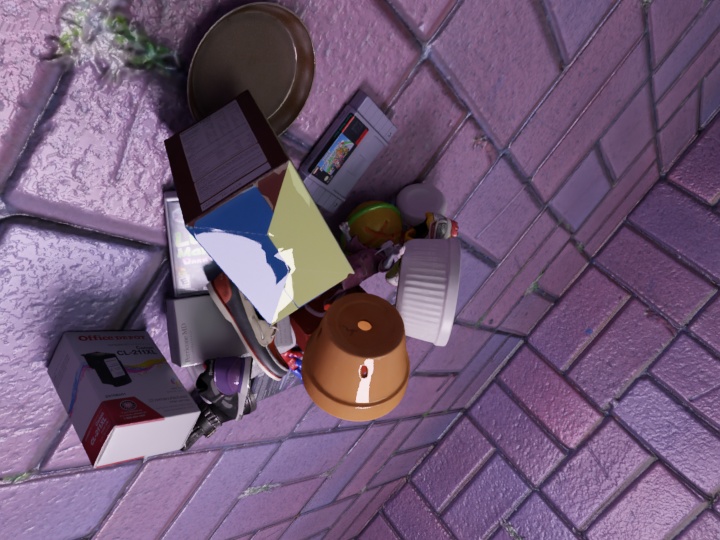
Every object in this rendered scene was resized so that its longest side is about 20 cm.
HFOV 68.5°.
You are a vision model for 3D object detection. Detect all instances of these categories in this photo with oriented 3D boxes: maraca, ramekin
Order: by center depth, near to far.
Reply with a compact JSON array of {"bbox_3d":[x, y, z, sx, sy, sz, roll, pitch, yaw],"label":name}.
[{"bbox_3d":[0.121,0.034,1.001,0.200,0.103,0.204,9,90,-87],"label":"ramekin"},{"bbox_3d":[0.024,-0.064,1.094,0.135,0.108,0.201,-16,144,-9],"label":"maraca"}]

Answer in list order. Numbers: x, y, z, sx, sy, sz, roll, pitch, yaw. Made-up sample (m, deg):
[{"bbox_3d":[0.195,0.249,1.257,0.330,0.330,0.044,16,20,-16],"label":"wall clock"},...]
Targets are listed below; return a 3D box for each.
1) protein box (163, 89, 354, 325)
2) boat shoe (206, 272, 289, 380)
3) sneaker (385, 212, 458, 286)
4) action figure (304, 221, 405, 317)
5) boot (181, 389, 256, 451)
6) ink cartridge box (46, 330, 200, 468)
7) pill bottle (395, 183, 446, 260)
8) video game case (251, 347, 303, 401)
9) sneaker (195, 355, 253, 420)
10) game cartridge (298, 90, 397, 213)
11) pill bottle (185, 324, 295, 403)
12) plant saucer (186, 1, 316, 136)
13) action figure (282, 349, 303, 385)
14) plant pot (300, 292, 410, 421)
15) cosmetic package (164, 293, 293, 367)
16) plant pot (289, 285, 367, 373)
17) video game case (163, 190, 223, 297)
[{"bbox_3d":[-0.132,-0.082,0.687,0.134,0.201,0.200,-30,136,-1],"label":"protein box"},{"bbox_3d":[-0.169,0.087,0.856,0.062,0.202,0.071,-33,-169,-5],"label":"boat shoe"},{"bbox_3d":[0.112,-0.048,1.106,0.081,0.078,0.200,27,123,-23],"label":"sneaker"},{"bbox_3d":[0.000,0.000,0.970,0.198,0.134,0.151,-24,134,-33],"label":"action figure"},{"bbox_3d":[-0.307,0.295,1.083,0.156,0.080,0.211,-22,166,-36],"label":"boot"},{"bbox_3d":[-0.365,0.185,0.813,0.145,0.200,0.083,7,120,-54],"label":"ink cartridge box"},{"bbox_3d":[0.130,-0.086,1.197,0.111,0.112,0.202,-31,146,-23],"label":"pill bottle"},{"bbox_3d":[-0.185,0.249,1.295,0.198,0.019,0.144,-14,137,-45],"label":"video game case"},{"bbox_3d":[-0.234,0.195,0.899,0.086,0.077,0.201,8,144,-13],"label":"sneaker"},{"bbox_3d":[-0.027,-0.204,0.941,0.201,0.038,0.129,-52,154,9],"label":"game cartridge"},{"bbox_3d":[-0.231,0.154,1.023,0.198,0.120,0.121,-28,146,-29],"label":"pill bottle"},{"bbox_3d":[-0.148,-0.262,0.719,0.199,0.032,0.202,-32,147,-23],"label":"plant saucer"},{"bbox_3d":[-0.148,0.218,1.217,0.065,0.052,0.200,-31,128,19],"label":"action figure"},{"bbox_3d":[-0.001,0.136,0.918,0.198,0.200,0.141,-25,146,-31],"label":"plant pot"},{"bbox_3d":[-0.226,0.091,0.912,0.197,0.081,0.115,-10,93,-33],"label":"cosmetic package"},{"bbox_3d":[-0.057,0.099,1.122,0.199,0.200,0.177,-40,138,-8],"label":"plant pot"},{"bbox_3d":[-0.200,-0.046,0.839,0.197,0.023,0.184,-7,127,-21],"label":"video game case"}]
